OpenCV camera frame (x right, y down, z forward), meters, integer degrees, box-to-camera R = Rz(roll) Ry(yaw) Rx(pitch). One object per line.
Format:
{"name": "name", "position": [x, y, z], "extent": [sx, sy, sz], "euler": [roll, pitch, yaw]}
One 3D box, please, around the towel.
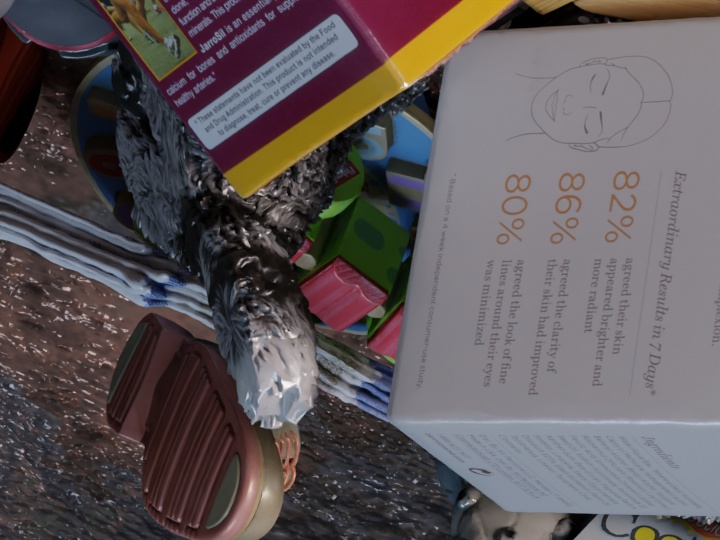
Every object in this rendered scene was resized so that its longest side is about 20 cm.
{"name": "towel", "position": [-0.076, 0.012, 1.229], "extent": [0.147, 0.024, 0.200], "euler": [23, 176, 39]}

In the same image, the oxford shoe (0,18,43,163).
{"name": "oxford shoe", "position": [-0.178, -0.115, 1.163], "extent": [0.072, 0.071, 0.200], "euler": [19, 148, 10]}

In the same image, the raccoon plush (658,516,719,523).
{"name": "raccoon plush", "position": [0.140, 0.067, 1.271], "extent": [0.134, 0.097, 0.200], "euler": [30, 173, -36]}

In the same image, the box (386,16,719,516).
{"name": "box", "position": [0.129, 0.001, 1.001], "extent": [0.200, 0.152, 0.106], "euler": [0, 158, 27]}

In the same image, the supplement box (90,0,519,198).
{"name": "supplement box", "position": [-0.048, -0.140, 0.975], "extent": [0.200, 0.086, 0.110], "euler": [53, 141, -5]}

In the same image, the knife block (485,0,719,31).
{"name": "knife block", "position": [0.060, -0.148, 0.996], "extent": [0.175, 0.064, 0.200], "euler": [11, 147, 11]}

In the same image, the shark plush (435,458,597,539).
{"name": "shark plush", "position": [0.073, 0.142, 1.300], "extent": [0.091, 0.200, 0.083], "euler": [13, 103, -4]}

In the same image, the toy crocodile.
{"name": "toy crocodile", "position": [0.000, 0.000, 1.181], "extent": [0.200, 0.062, 0.068], "euler": [31, 139, -15]}

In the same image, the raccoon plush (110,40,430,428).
{"name": "raccoon plush", "position": [-0.011, -0.034, 1.085], "extent": [0.134, 0.200, 0.097], "euler": [-9, 160, -22]}

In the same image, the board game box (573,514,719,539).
{"name": "board game box", "position": [0.133, 0.210, 1.317], "extent": [0.105, 0.103, 0.200], "euler": [26, 128, 22]}

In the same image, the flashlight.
{"name": "flashlight", "position": [-0.126, -0.110, 1.045], "extent": [0.068, 0.068, 0.200], "euler": [-4, -175, 11]}

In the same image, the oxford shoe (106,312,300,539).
{"name": "oxford shoe", "position": [-0.052, 0.069, 1.205], "extent": [0.074, 0.071, 0.200], "euler": [22, -169, -19]}

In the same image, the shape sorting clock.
{"name": "shape sorting clock", "position": [-0.033, -0.033, 1.237], "extent": [0.200, 0.039, 0.200], "euler": [13, 147, 9]}
